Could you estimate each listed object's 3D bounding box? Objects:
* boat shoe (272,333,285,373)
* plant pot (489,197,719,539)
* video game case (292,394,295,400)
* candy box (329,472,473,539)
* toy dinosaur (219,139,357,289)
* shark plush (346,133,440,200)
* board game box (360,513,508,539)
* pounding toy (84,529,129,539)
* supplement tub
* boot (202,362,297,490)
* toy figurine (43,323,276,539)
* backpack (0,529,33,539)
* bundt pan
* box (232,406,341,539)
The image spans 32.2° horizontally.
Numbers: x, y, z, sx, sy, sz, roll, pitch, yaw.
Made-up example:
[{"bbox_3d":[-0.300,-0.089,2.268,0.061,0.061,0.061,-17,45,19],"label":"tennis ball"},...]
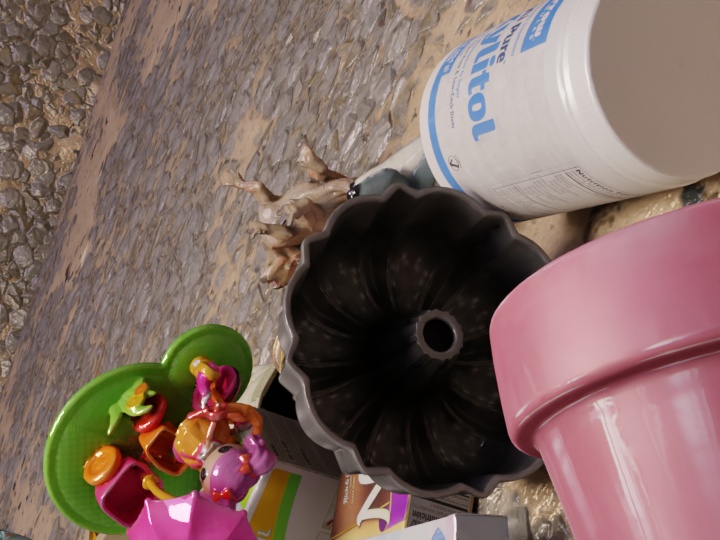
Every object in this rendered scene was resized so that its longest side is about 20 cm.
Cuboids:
[{"bbox_3d":[-0.023,0.061,0.909,0.200,0.066,0.074,2,82,61],"label":"boat shoe"},{"bbox_3d":[0.162,0.087,0.490,0.200,0.199,0.180,-39,52,52],"label":"plant pot"},{"bbox_3d":[0.000,0.000,1.068,0.182,0.024,0.200,-62,6,20],"label":"video game case"},{"bbox_3d":[0.040,0.107,0.913,0.117,0.056,0.201,-31,43,57],"label":"candy box"},{"bbox_3d":[-0.044,-0.057,1.207,0.200,0.135,0.086,-20,63,37],"label":"toy dinosaur"},{"bbox_3d":[0.073,-0.070,0.919,0.200,0.083,0.091,-37,6,-6],"label":"shark plush"},{"bbox_3d":[0.028,0.266,0.775,0.199,0.043,0.201,-34,53,57],"label":"board game box"},{"bbox_3d":[-0.250,0.222,1.376,0.184,0.142,0.200,-55,26,31],"label":"pounding toy"},{"bbox_3d":[0.134,-0.104,0.772,0.200,0.132,0.132,-14,59,65],"label":"supplement tub"},{"bbox_3d":[-0.096,0.171,1.142,0.155,0.072,0.201,-33,38,65],"label":"boot"},{"bbox_3d":[-0.121,0.153,0.934,0.200,0.150,0.184,-47,35,-8],"label":"toy figurine"},{"bbox_3d":[-0.474,0.436,1.733,0.127,0.167,0.200,-55,14,-18],"label":"backpack"},{"bbox_3d":[0.036,0.052,0.790,0.076,0.201,0.203,134,149,-61],"label":"bundt pan"},{"bbox_3d":[-0.080,0.232,1.024,0.201,0.101,0.112,-66,22,10],"label":"box"}]
